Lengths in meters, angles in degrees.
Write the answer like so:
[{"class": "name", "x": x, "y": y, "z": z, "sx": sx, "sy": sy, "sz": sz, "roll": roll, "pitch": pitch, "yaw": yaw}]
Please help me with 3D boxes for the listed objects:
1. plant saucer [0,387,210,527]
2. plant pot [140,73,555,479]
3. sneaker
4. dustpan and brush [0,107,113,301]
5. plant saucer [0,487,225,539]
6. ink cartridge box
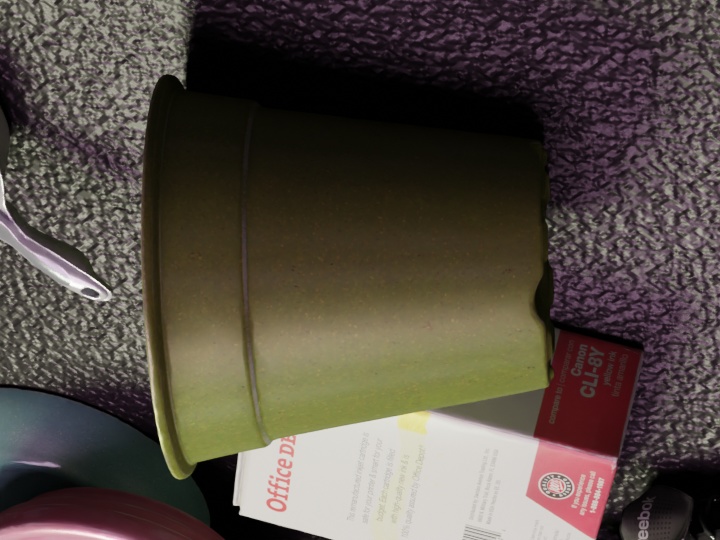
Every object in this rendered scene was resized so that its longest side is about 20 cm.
[{"class": "plant saucer", "x": -0.193, "y": 0.147, "z": 1.818, "sx": 0.199, "sy": 0.036, "sz": 0.200, "roll": 11, "pitch": 142, "yaw": 9}, {"class": "plant pot", "x": 0.000, "y": 0.000, "z": 1.459, "sx": 0.189, "sy": 0.200, "sz": 0.200, "roll": -2, "pitch": 140, "yaw": 4}, {"class": "sneaker", "x": 0.193, "y": 0.152, "z": 1.646, "sx": 0.090, "sy": 0.067, "sz": 0.200, "roll": 28, "pitch": 144, "yaw": -18}, {"class": "dustpan and brush", "x": -0.211, "y": -0.050, "z": 1.557, "sx": 0.200, "sy": 0.057, "sz": 0.140, "roll": 29, "pitch": 141, "yaw": -15}, {"class": "plant saucer", "x": -0.145, "y": 0.194, "z": 1.788, "sx": 0.200, "sy": 0.051, "sz": 0.201, "roll": 11, "pitch": 143, "yaw": 8}, {"class": "ink cartridge box", "x": 0.040, "y": 0.088, "z": 1.613, "sx": 0.199, "sy": 0.084, "sz": 0.145, "roll": 15, "pitch": 142, "yaw": 4}]
